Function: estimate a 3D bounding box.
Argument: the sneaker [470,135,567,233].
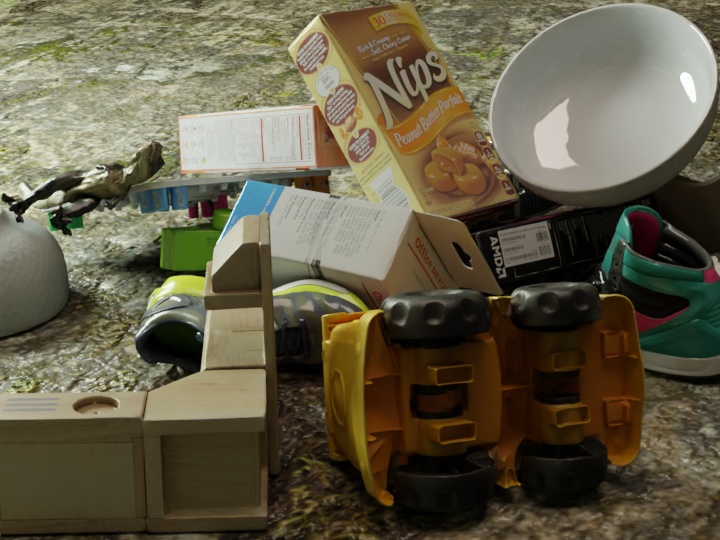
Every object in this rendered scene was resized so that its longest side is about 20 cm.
[{"bbox_3d":[0.132,-0.074,1.520,0.083,0.081,0.199,8,-11,-36],"label":"sneaker"}]

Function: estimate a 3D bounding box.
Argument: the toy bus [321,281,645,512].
[{"bbox_3d":[0.067,0.076,1.120,0.198,0.137,0.192,-5,4,-20],"label":"toy bus"}]

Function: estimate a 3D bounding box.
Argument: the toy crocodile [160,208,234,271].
[{"bbox_3d":[-0.085,-0.025,1.468,0.199,0.068,0.062,-7,15,-24],"label":"toy crocodile"}]

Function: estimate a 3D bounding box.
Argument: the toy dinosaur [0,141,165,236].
[{"bbox_3d":[-0.248,-0.064,1.396,0.199,0.048,0.088,-8,20,39],"label":"toy dinosaur"}]

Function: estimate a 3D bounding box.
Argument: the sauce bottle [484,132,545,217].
[{"bbox_3d":[0.139,-0.104,1.694,0.064,0.065,0.200,-5,19,-14],"label":"sauce bottle"}]

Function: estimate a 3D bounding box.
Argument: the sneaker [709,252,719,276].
[{"bbox_3d":[0.331,0.034,1.272,0.090,0.067,0.200,-21,25,-1],"label":"sneaker"}]

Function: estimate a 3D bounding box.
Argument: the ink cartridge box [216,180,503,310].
[{"bbox_3d":[0.000,0.000,1.304,0.199,0.116,0.068,11,64,31],"label":"ink cartridge box"}]

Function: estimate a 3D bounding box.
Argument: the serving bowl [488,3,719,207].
[{"bbox_3d":[0.212,-0.130,1.402,0.199,0.066,0.201,-13,52,18],"label":"serving bowl"}]

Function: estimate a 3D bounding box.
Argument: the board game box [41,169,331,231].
[{"bbox_3d":[-0.160,-0.064,1.514,0.199,0.026,0.199,-8,0,-41],"label":"board game box"}]

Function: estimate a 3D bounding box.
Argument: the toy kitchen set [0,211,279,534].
[{"bbox_3d":[-0.145,0.054,1.097,0.179,0.164,0.200,-1,19,-2],"label":"toy kitchen set"}]

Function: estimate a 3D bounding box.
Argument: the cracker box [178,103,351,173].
[{"bbox_3d":[-0.053,-0.119,1.480,0.133,0.058,0.199,-7,6,-42],"label":"cracker box"}]

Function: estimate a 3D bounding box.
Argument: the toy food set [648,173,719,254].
[{"bbox_3d":[0.276,-0.070,1.468,0.199,0.144,0.061,18,68,43],"label":"toy food set"}]

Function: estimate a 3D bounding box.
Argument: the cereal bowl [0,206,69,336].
[{"bbox_3d":[-0.348,-0.010,1.402,0.198,0.084,0.200,1,20,0],"label":"cereal bowl"}]

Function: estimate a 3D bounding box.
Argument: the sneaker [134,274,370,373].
[{"bbox_3d":[-0.082,0.054,1.260,0.198,0.074,0.081,0,28,19],"label":"sneaker"}]

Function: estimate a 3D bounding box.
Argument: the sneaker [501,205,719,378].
[{"bbox_3d":[0.194,0.008,1.286,0.199,0.122,0.084,8,21,26],"label":"sneaker"}]

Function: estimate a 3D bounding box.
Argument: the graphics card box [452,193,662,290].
[{"bbox_3d":[0.148,-0.019,1.413,0.199,0.051,0.125,-14,1,-31],"label":"graphics card box"}]

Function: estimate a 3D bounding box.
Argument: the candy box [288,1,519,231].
[{"bbox_3d":[0.036,-0.123,1.374,0.115,0.201,0.055,-16,-16,-44],"label":"candy box"}]
